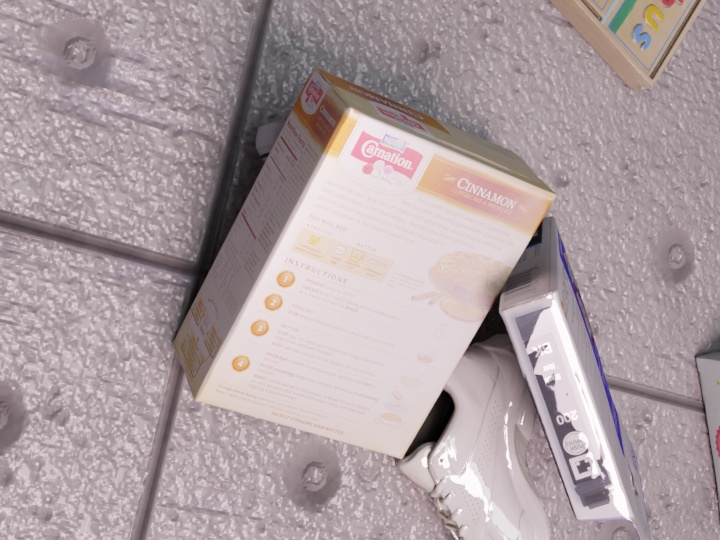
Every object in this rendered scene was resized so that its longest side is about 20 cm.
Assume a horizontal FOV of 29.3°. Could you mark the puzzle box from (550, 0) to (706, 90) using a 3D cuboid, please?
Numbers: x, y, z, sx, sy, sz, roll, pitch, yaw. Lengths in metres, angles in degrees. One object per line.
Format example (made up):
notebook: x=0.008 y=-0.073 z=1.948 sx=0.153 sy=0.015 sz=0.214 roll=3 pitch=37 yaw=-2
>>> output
puzzle box: x=0.220 y=-0.253 z=1.038 sx=0.133 sy=0.025 sz=0.200 roll=41 pitch=72 yaw=-26

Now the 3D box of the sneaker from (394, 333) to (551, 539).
sneaker: x=0.069 y=0.147 z=0.944 sx=0.099 sy=0.078 sz=0.201 roll=-4 pitch=84 yaw=-23

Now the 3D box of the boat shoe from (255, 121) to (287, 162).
boat shoe: x=0.023 y=-0.055 z=0.900 sx=0.200 sy=0.074 sz=0.067 roll=5 pitch=84 yaw=-31

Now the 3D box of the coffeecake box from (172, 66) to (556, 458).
coffeecake box: x=0.000 y=0.000 z=0.844 sx=0.153 sy=0.073 sz=0.200 roll=20 pitch=109 yaw=-29

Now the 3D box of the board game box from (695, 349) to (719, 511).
board game box: x=0.374 y=0.117 z=1.119 sx=0.200 sy=0.064 sz=0.148 roll=-15 pitch=99 yaw=-28

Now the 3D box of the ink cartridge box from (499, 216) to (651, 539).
ink cartridge box: x=0.144 y=0.081 z=0.920 sx=0.043 sy=0.198 sz=0.200 roll=-19 pitch=102 yaw=12
